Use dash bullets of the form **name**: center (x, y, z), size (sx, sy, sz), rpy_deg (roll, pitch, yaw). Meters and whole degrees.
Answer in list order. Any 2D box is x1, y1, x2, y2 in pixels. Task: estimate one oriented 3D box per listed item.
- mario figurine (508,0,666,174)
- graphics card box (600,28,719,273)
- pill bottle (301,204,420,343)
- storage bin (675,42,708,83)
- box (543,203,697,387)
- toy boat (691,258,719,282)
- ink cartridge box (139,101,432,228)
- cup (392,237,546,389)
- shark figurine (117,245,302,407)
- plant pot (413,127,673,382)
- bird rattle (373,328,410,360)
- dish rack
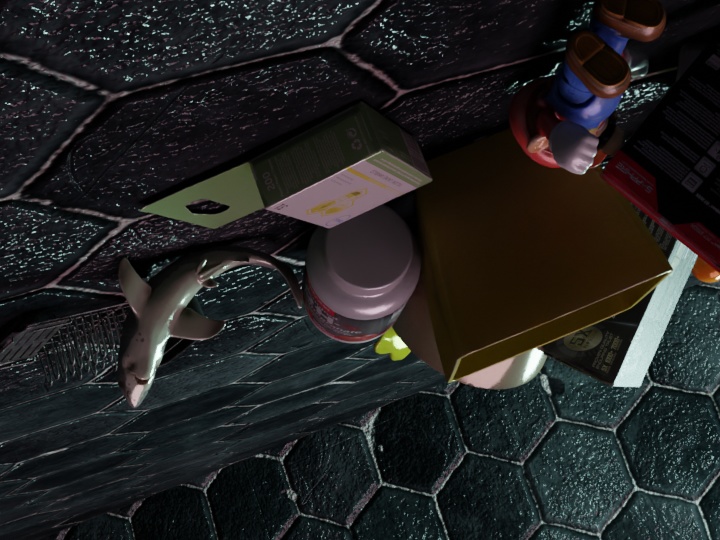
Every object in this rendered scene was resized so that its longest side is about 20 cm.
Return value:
- **mario figurine**: center (0.183, -0.127, 0.941), size (0.122, 0.107, 0.200), rpy_deg (-19, 167, -8)
- **graphics card box**: center (0.295, -0.111, 0.952), size (0.201, 0.125, 0.051), rpy_deg (-51, 163, 6)
- **pill bottle**: center (0.000, 0.000, 1.208), size (0.109, 0.112, 0.200), rpy_deg (-17, 168, -9)
- **storage bin**: center (0.344, -0.145, 1.095), size (0.133, 0.148, 0.200), rpy_deg (6, 175, 14)
- **box**: center (0.293, 0.020, 1.363), size (0.085, 0.202, 0.163), rpy_deg (25, -175, 22)
- **toy boat**: center (0.431, -0.044, 1.613), size (0.129, 0.132, 0.201), rpy_deg (-16, 150, -23)
- **ink cartridge box**: center (-0.055, -0.061, 0.996), size (0.198, 0.048, 0.145), rpy_deg (-25, 168, 15)
- **cup**: center (0.140, 0.004, 1.335), size (0.199, 0.201, 0.144), rpy_deg (-11, 142, -37)
- **shark figurine**: center (-0.160, 0.014, 1.163), size (0.213, 0.129, 0.089), rpy_deg (-33, -159, -25)
- **plant pot**: center (0.142, -0.025, 1.146), size (0.198, 0.178, 0.200), rpy_deg (-22, 170, -3)
- **bird rattle**: center (0.075, 0.019, 1.532), size (0.163, 0.113, 0.200), rpy_deg (-37, 177, -33)
- **dish rack**: center (-0.265, 0.072, 1.249), size (0.198, 0.055, 0.153), rpy_deg (-12, 165, -33)
